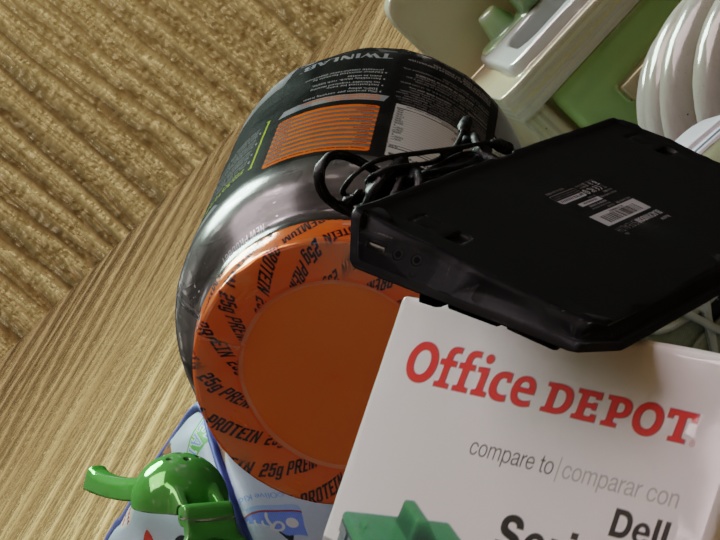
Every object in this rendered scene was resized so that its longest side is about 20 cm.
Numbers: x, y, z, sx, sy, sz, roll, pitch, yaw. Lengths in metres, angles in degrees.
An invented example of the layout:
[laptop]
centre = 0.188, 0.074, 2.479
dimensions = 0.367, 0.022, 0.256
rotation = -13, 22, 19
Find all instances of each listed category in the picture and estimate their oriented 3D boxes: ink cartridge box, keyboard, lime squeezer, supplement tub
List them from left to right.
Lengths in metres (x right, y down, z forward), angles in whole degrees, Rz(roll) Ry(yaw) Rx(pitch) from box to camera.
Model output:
[lime squeezer]
centre = -0.065, 0.113, 0.922
dimensions = 0.071, 0.038, 0.200
rotation = -60, 39, 22
[supplement tub]
centre = 0.000, 0.000, 0.927
dimensions = 0.123, 0.122, 0.200
rotation = -44, 11, 19
[ink cartridge box]
centre = 0.051, 0.116, 0.662
dimensions = 0.146, 0.084, 0.200
rotation = 9, 78, 51
[keyboard]
centre = 0.056, -0.006, 0.712
dimensions = 0.200, 0.104, 0.040
rotation = -20, -47, -62

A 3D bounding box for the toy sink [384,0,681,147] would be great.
[toy sink]
centre = 0.127, -0.095, 1.116
dimensions = 0.130, 0.200, 0.112
rotation = -46, 10, 0

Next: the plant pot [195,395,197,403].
[plant pot]
centre = 0.035, 0.027, 1.159
dimensions = 0.134, 0.201, 0.200
rotation = 7, 45, 32

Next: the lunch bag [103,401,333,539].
[lunch bag]
centre = -0.052, 0.163, 1.005
dimensions = 0.200, 0.075, 0.160
rotation = -66, 35, 34

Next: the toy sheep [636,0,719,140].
[toy sheep]
centre = 0.177, -0.064, 0.970
dimensions = 0.138, 0.138, 0.200
rotation = -51, 11, -20

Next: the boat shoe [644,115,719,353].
[boat shoe]
centre = 0.098, 0.009, 0.800
dimensions = 0.062, 0.072, 0.200
rotation = -24, 23, 54
